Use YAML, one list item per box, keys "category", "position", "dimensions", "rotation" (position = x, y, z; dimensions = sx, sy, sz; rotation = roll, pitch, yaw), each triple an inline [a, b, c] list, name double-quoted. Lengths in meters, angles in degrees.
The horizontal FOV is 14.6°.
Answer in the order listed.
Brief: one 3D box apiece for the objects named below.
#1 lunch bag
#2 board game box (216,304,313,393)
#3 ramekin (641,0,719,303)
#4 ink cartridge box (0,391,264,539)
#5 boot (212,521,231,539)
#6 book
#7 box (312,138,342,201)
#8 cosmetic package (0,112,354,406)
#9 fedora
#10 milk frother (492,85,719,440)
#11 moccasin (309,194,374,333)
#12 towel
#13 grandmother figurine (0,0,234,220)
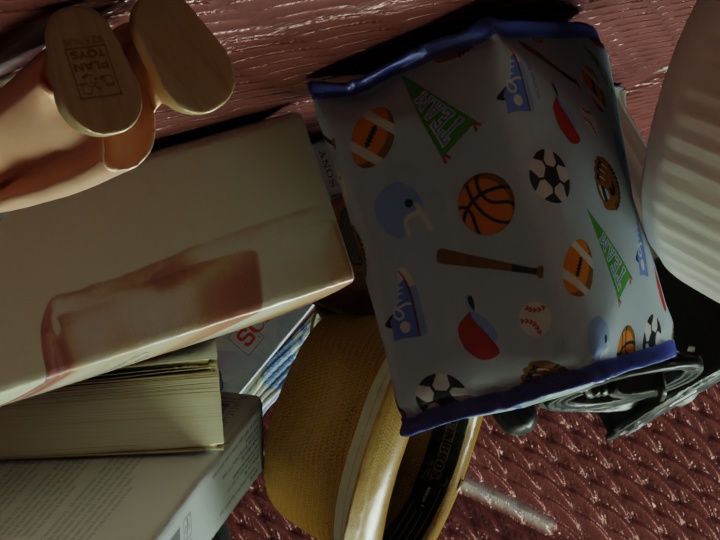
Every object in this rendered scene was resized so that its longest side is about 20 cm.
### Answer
- category: "lunch bag"
  position: [0.073, -0.023, 1.292]
  dimensions: [0.123, 0.171, 0.200]
  rotation: [-15, 179, 26]
- category: "board game box"
  position: [-0.070, 0.039, 1.715]
  dimensions: [0.200, 0.041, 0.200]
  rotation: [-50, -179, -10]
- category: "ramekin"
  position: [0.202, -0.068, 1.269]
  dimensions: [0.094, 0.204, 0.202]
  rotation: [21, -166, 22]
- category: "ink cartridge box"
  position: [-0.156, 0.106, 1.360]
  dimensions: [0.172, 0.044, 0.200]
  rotation: [4, -160, 14]
- category: "boot"
  position: [-0.163, 0.152, 1.576]
  dimensions: [0.173, 0.201, 0.069]
  rotation: [-14, 180, -1]
- category: "book"
  position: [-0.171, 0.051, 1.397]
  dimensions: [0.199, 0.048, 0.134]
  rotation: [-5, -161, -4]
- category: "box"
  position: [0.061, -0.073, 1.533]
  dimensions: [0.144, 0.037, 0.200]
  rotation: [-20, 174, 12]
- category: "cosmetic package"
  position: [-0.116, 0.001, 1.280]
  dimensions: [0.199, 0.088, 0.103]
  rotation: [-17, 178, -32]
- category: "fedora"
  position: [0.004, 0.083, 1.439]
  dimensions: [0.081, 0.202, 0.200]
  rotation: [20, -172, 16]
- category: "milk frother"
  position: [0.140, -0.002, 1.671]
  dimensions: [0.180, 0.189, 0.200]
  rotation: [-28, 171, -19]
- category: "moccasin"
  position: [0.000, 0.002, 1.494]
  dimensions: [0.077, 0.074, 0.201]
  rotation: [-15, 176, 11]
- category: "towel"
  position: [-0.005, 0.015, 1.796]
  dimensions: [0.200, 0.024, 0.147]
  rotation: [-47, -179, 40]
- category: "grandmother figurine"
  position: [-0.134, -0.033, 0.964]
  dimensions: [0.121, 0.061, 0.200]
  rotation: [-5, 165, -39]
